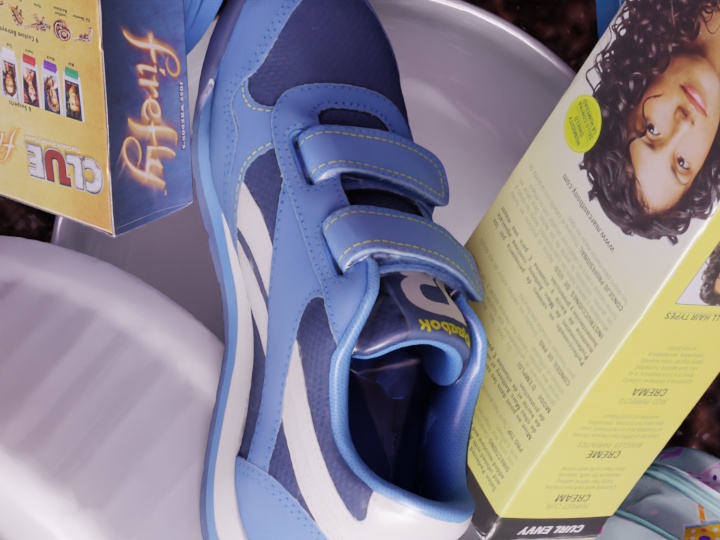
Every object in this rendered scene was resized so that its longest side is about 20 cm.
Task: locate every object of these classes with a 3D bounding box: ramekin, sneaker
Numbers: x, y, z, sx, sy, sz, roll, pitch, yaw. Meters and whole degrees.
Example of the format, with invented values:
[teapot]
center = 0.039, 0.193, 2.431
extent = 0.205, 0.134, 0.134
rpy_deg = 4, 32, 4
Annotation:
[ramekin]
center = -0.117, 0.099, 0.886
extent = 0.199, 0.098, 0.202
rpy_deg = 10, 119, 18
[sneaker]
center = 0.000, 0.000, 0.843
extent = 0.074, 0.082, 0.201
rpy_deg = 8, 70, -37

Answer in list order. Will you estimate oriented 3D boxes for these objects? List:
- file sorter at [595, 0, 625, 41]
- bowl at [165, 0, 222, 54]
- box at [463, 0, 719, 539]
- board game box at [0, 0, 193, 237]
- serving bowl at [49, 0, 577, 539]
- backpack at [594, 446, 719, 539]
[file sorter]
center = 0.163, -0.076, 0.884
extent = 0.138, 0.122, 0.201
rpy_deg = -6, 94, -33
[bowl]
center = -0.111, -0.140, 0.871
extent = 0.039, 0.200, 0.202
rpy_deg = -26, 100, -42
[box]
center = 0.083, -0.014, 0.829
extent = 0.050, 0.075, 0.201
rpy_deg = 2, 133, -37
[board game box]
center = -0.133, -0.101, 0.857
extent = 0.035, 0.199, 0.136
rpy_deg = -25, 123, -42
[serving bowl]
center = -0.002, 0.006, 0.942
extent = 0.199, 0.066, 0.202
rpy_deg = 0, 96, -3
[backpack]
center = 0.140, 0.153, 0.935
extent = 0.200, 0.167, 0.127
rpy_deg = 37, 74, -4
